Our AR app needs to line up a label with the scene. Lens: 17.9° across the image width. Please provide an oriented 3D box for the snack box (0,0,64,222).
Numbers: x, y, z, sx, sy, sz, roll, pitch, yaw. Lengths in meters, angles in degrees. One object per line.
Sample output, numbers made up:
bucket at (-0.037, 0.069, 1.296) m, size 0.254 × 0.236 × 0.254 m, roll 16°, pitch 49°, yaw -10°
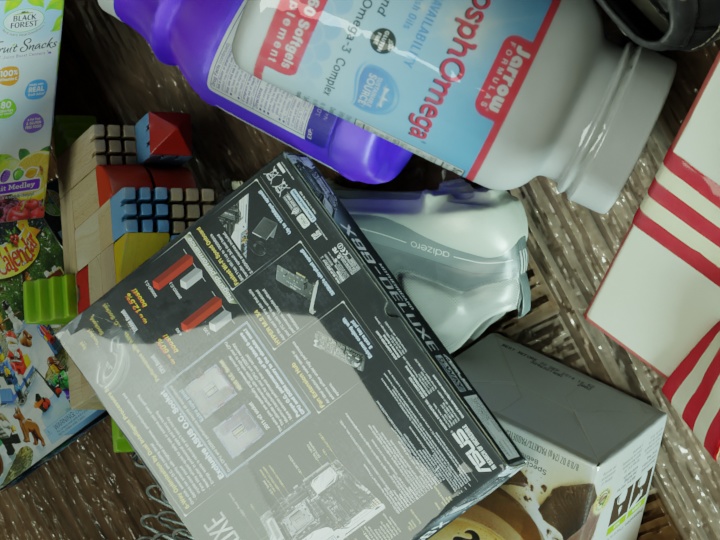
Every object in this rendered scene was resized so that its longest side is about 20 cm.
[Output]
snack box at (-0.241, -0.135, 1.340) m, size 0.200 × 0.053 × 0.143 m, roll 43°, pitch 134°, yaw 45°

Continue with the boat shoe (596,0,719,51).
boat shoe at (0.109, -0.190, 1.090) m, size 0.073 × 0.063 × 0.200 m, roll -38°, pitch 83°, yaw 43°

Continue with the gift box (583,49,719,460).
gift box at (0.234, -0.013, 0.991) m, size 0.200 × 0.187 × 0.185 m, roll 34°, pitch 126°, yaw 23°

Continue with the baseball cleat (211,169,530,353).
baseball cleat at (0.000, 0.000, 1.246) m, size 0.200 × 0.070 × 0.107 m, roll 2°, pitch 102°, yaw 37°

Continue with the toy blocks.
toy blocks at (-0.123, -0.008, 1.284) m, size 0.137 × 0.100 × 0.201 m, roll 150°, pitch 117°, yaw -63°

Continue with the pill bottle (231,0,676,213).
pill bottle at (0.047, -0.107, 1.116) m, size 0.200 × 0.109 × 0.109 m, roll 25°, pitch 125°, yaw 1°

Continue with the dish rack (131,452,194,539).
dish rack at (-0.082, 0.127, 1.301) m, size 0.054 × 0.200 × 0.153 m, roll 24°, pitch 131°, yaw -18°

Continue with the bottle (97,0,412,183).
bottle at (-0.053, -0.121, 1.234) m, size 0.200 × 0.065 × 0.084 m, roll 28°, pitch 90°, yaw 24°

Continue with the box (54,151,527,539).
box at (-0.037, 0.065, 1.175) m, size 0.158 × 0.050 × 0.200 m, roll -38°, pitch 81°, yaw 11°

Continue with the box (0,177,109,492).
box at (-0.215, 0.047, 1.454) m, size 0.200 × 0.038 × 0.137 m, roll -36°, pitch 86°, yaw 41°

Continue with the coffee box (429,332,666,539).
coffee box at (0.082, 0.152, 1.246) m, size 0.113 × 0.080 × 0.200 m, roll 24°, pitch 122°, yaw 27°
